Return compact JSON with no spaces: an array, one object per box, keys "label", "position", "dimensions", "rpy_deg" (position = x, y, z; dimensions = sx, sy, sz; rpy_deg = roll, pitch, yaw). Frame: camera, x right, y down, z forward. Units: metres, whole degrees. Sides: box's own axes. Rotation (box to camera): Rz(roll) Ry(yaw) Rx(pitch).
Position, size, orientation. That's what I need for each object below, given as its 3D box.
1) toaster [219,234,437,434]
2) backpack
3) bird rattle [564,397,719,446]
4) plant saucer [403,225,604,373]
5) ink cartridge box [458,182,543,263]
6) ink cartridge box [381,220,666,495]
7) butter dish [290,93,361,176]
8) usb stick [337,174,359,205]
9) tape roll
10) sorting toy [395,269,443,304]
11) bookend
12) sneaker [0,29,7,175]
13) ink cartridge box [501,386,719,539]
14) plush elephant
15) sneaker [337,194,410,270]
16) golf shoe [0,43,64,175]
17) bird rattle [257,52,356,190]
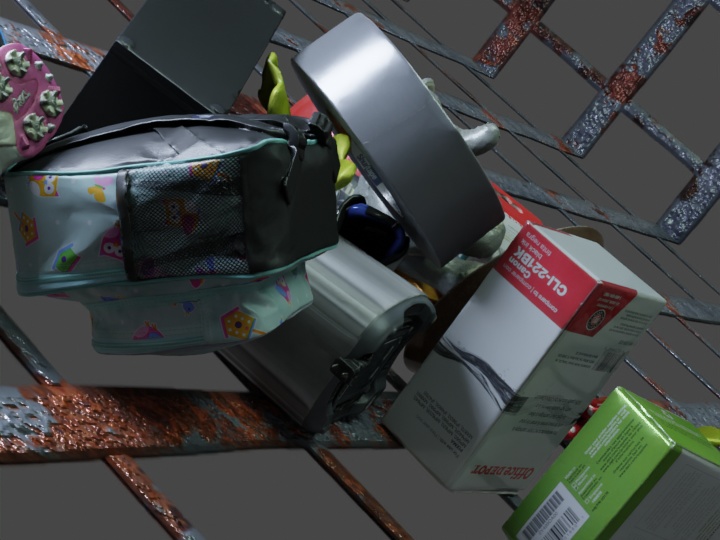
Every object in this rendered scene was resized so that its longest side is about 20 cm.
[{"label":"toaster","position":[-0.036,0.036,1.329],"dimensions":[0.129,0.114,0.200],"rpy_deg":[37,14,10]},{"label":"backpack","position":[-0.124,-0.026,1.182],"dimensions":[0.199,0.154,0.176],"rpy_deg":[3,12,12]},{"label":"bird rattle","position":[0.220,0.152,1.680],"dimensions":[0.199,0.113,0.163],"rpy_deg":[28,0,0]},{"label":"plant saucer","position":[0.130,0.040,1.564],"dimensions":[0.037,0.200,0.200],"rpy_deg":[56,20,24]},{"label":"ink cartridge box","position":[0.134,-0.003,1.777],"dimensions":[0.116,0.067,0.200],"rpy_deg":[36,24,-27]},{"label":"ink cartridge box","position":[0.128,0.072,1.447],"dimensions":[0.084,0.200,0.144],"rpy_deg":[41,14,27]},{"label":"butter dish","position":[0.009,-0.112,1.826],"dimensions":[0.200,0.148,0.199],"rpy_deg":[47,17,30]},{"label":"usb stick","position":[-0.008,-0.063,1.703],"dimensions":[0.200,0.033,0.056],"rpy_deg":[36,45,-11]},{"label":"tape roll","position":[0.029,-0.101,1.436],"dimensions":[0.201,0.066,0.200],"rpy_deg":[54,-3,4]},{"label":"sorting toy","position":[0.096,0.052,1.758],"dimensions":[0.200,0.037,0.185],"rpy_deg":[47,16,31]},{"label":"bookend","position":[-0.164,-0.112,1.367],"dimensions":[0.092,0.199,0.200],"rpy_deg":[36,29,-9]},{"label":"sneaker","position":[-0.294,-0.150,1.336],"dimensions":[0.200,0.071,0.083],"rpy_deg":[51,13,32]},{"label":"ink cartridge box","position":[0.228,0.193,1.426],"dimensions":[0.200,0.148,0.076],"rpy_deg":[26,17,-44]},{"label":"plush elephant","position":[0.052,-0.090,1.613],"dimensions":[0.199,0.156,0.165],"rpy_deg":[22,23,9]},{"label":"sneaker","position":[0.000,0.000,1.517],"dimensions":[0.080,0.115,0.199],"rpy_deg":[42,14,8]},{"label":"golf shoe","position":[-0.259,-0.060,1.108],"dimensions":[0.076,0.091,0.200],"rpy_deg":[61,40,-20]},{"label":"bird rattle","position":[-0.102,-0.069,1.397],"dimensions":[0.163,0.200,0.113],"rpy_deg":[-33,90,-35]}]
